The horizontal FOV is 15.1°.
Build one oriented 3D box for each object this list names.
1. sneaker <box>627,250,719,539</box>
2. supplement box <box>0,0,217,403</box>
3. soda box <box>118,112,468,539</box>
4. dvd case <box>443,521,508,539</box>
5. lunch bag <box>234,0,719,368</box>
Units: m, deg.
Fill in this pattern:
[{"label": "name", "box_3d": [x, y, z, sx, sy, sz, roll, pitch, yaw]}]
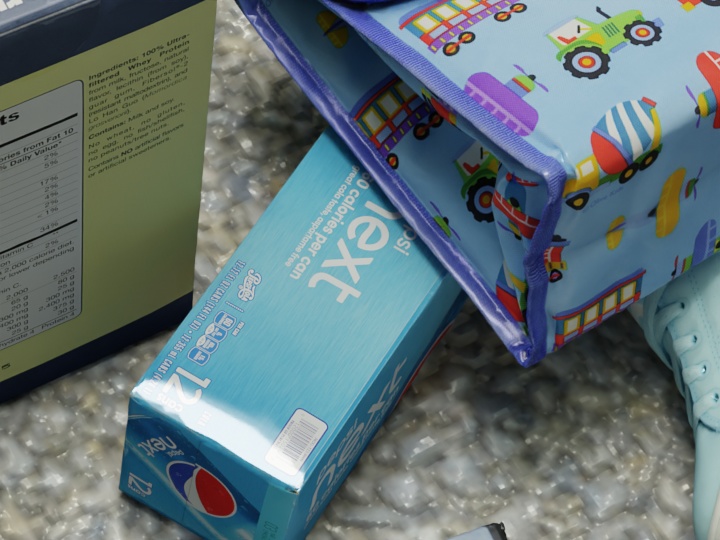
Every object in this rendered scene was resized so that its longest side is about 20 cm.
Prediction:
[{"label": "sneaker", "box_3d": [0.119, 0.017, 0.919, 0.082, 0.074, 0.200, 3, 52, 15]}, {"label": "supplement box", "box_3d": [-0.153, -0.085, 0.867, 0.134, 0.200, 0.200, -25, 63, -21]}, {"label": "soda box", "box_3d": [0.000, 0.000, 0.908, 0.064, 0.068, 0.200, 30, 59, 10]}, {"label": "dvd case", "box_3d": [-0.018, 0.169, 0.828, 0.200, 0.018, 0.143, -18, 60, -17]}, {"label": "lunch bag", "box_3d": [0.053, -0.091, 0.893, 0.150, 0.094, 0.200, -30, 57, -24]}]
